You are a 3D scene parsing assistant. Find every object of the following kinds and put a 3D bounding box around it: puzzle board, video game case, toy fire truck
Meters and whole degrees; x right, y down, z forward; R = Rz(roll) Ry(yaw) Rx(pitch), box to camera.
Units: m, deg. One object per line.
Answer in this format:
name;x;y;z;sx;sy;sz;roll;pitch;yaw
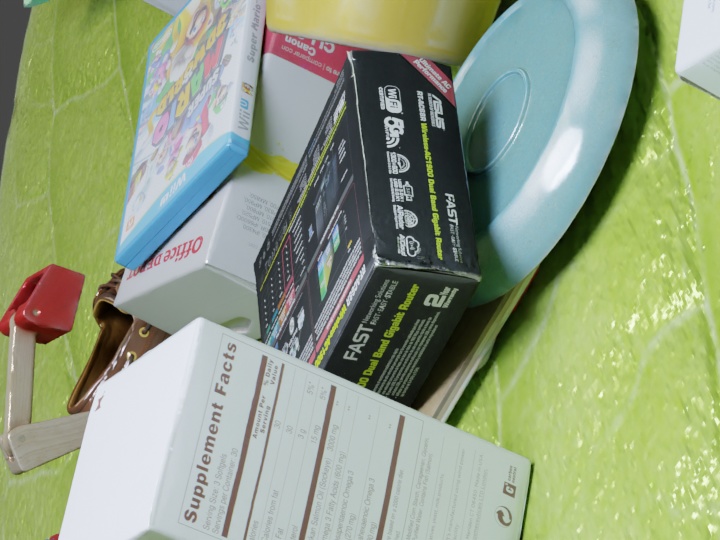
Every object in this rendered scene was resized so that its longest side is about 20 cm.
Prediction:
puzzle board;0.069;-0.017;1.503;0.200;0.017;0.151;-59;22;14
video game case;-0.107;-0.114;1.765;0.143;0.018;0.200;-42;32;41
toy fire truck;-0.184;0.112;1.768;0.049;0.141;0.201;-24;47;58

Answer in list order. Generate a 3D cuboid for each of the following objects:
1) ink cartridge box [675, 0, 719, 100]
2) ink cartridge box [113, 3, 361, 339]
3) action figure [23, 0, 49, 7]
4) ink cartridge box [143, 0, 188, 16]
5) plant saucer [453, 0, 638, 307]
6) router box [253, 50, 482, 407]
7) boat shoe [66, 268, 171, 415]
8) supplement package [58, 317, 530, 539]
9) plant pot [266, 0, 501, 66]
ink cartridge box;0.234;-0.205;1.293;0.200;0.041;0.200;-34;39;52
ink cartridge box;-0.073;-0.062;1.770;0.145;0.083;0.201;-23;48;58
action figure;-0.214;-0.282;2.337;0.200;0.055;0.118;-1;65;58
ink cartridge box;-0.131;-0.277;2.030;0.148;0.144;0.200;-62;23;9
plant saucer;0.083;-0.077;1.479;0.200;0.027;0.200;-49;26;35
router box;0.000;0.000;1.488;0.200;0.062;0.150;117;155;-48
boat shoe;-0.148;0.025;1.871;0.072;0.067;0.201;-21;49;60
supplement package;-0.034;0.125;1.350;0.117;0.200;0.118;-32;39;54
plant pot;0.021;-0.224;1.607;0.201;0.200;0.190;-157;77;-67
